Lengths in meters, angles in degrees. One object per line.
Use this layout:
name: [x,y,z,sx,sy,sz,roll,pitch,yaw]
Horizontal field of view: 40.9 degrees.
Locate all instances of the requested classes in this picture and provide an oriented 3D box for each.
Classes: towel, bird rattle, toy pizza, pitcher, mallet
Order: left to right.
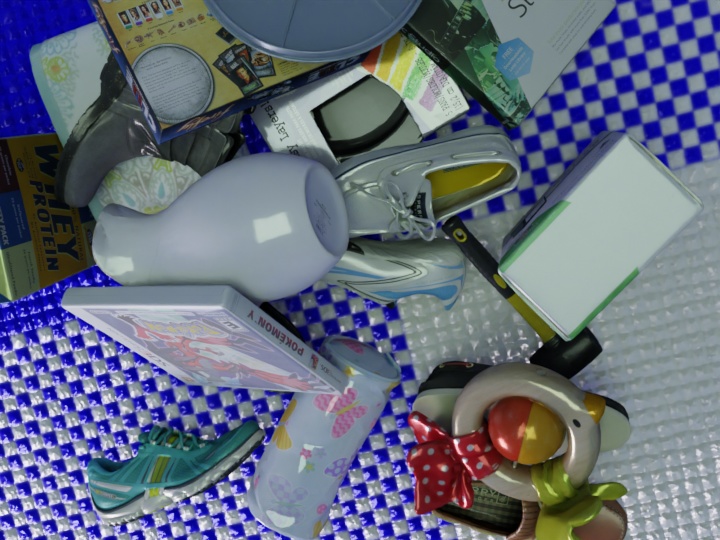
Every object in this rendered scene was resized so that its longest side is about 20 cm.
towel: [-0.200,-0.138,0.905,0.170,0.048,0.201,-13,110,16]
pitcher: [-0.103,-0.013,0.840,0.199,0.122,0.172,-14,139,24]
toy pizza: [-0.040,-0.260,0.789,0.198,0.032,0.202,1,78,-3]
bird rattle: [0.136,0.151,0.846,0.199,0.112,0.164,23,118,24]
mallet: [0.152,0.020,0.891,0.066,0.041,0.201,-32,109,10]

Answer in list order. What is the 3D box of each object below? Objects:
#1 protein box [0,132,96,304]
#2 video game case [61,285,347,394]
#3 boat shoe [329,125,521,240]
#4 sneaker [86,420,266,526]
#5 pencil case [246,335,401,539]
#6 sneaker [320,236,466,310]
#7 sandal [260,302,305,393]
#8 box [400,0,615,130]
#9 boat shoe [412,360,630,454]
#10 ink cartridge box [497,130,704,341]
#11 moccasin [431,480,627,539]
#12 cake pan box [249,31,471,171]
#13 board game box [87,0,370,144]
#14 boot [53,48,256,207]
protein box: [-0.375,-0.042,0.884,0.197,0.200,0.136,-9,99,9]
video game case: [-0.139,0.064,0.864,0.199,0.182,0.023,-2,61,35]
boat shoe: [0.048,-0.062,0.849,0.200,0.086,0.075,-16,124,1]
sneaker: [-0.190,0.193,0.972,0.199,0.077,0.080,-23,88,11]
pencil case: [-0.036,0.163,0.940,0.090,0.083,0.201,22,103,-16]
sneaker: [0.000,0.000,0.914,0.198,0.072,0.073,7,110,9]
sandal: [-0.125,0.044,0.946,0.075,0.048,0.201,-37,94,12]
box: [0.105,-0.243,0.843,0.200,0.036,0.145,40,82,-5]
boat shoe: [0.150,0.122,0.895,0.200,0.063,0.074,3,125,24]
ink cartridge box: [0.193,-0.038,0.816,0.084,0.200,0.146,42,102,1]
moccasin: [0.157,0.229,0.929,0.200,0.078,0.074,17,105,4]
cake pan box: [-0.019,-0.182,0.892,0.183,0.052,0.201,-28,95,13]
board game box: [-0.106,-0.205,0.802,0.199,0.035,0.136,-26,86,-20]
boot: [-0.181,-0.110,0.853,0.131,0.070,0.200,31,121,-8]
